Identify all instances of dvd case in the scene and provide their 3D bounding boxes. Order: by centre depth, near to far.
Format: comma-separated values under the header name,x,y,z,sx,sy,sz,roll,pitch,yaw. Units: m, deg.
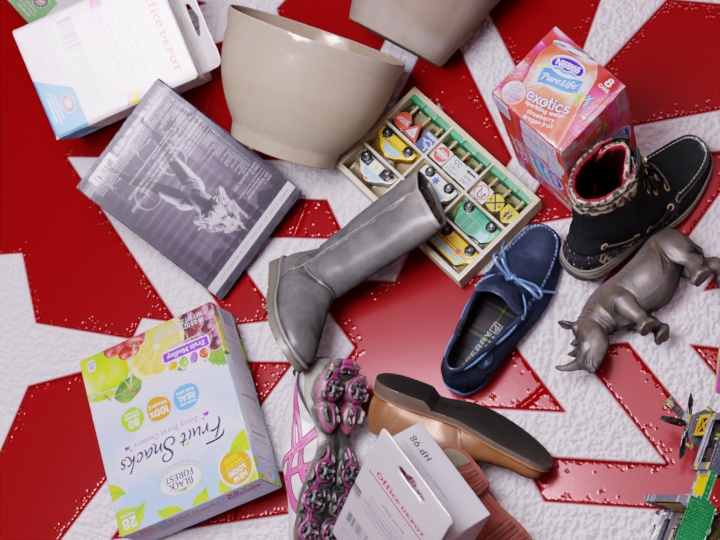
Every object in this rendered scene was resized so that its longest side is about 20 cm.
name,x,y,z,sx,sy,sz,roll,pitch,yaw
dvd case,-0.185,-0.088,1.659,0.199,0.016,0.149,38,92,-6

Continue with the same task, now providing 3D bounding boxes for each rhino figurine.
name,x,y,z,sx,sy,sz,roll,pitch,yaw
rhino figurine,0.274,0.036,1.543,0.200,0.060,0.088,-41,48,-2

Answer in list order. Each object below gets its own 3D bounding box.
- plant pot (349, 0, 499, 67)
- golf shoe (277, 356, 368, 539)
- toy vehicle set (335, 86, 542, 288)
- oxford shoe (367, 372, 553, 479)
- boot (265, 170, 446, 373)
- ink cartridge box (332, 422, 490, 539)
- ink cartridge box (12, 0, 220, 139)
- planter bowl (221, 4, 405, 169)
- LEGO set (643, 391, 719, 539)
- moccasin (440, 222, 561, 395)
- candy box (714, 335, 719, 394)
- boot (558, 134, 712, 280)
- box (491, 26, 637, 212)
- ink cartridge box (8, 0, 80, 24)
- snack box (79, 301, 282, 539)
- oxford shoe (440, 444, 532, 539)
name,x,y,z,sx,sy,sz,roll,pitch,yaw
plant pot,0.077,-0.325,1.662,0.199,0.200,0.175,30,98,21
golf shoe,-0.047,0.190,1.571,0.092,0.072,0.203,-3,75,50
toy vehicle set,0.084,-0.092,1.651,0.124,0.027,0.200,-45,68,-4
oxford shoe,0.099,0.172,1.547,0.198,0.071,0.072,22,106,18
boot,-0.001,-0.001,1.577,0.198,0.073,0.183,-24,41,13
ink cartridge box,0.051,0.231,1.453,0.066,0.201,0.116,-23,63,-32
ink cartridge box,-0.262,-0.244,1.712,0.198,0.125,0.130,-22,94,4
planter bowl,-0.067,-0.190,1.645,0.199,0.200,0.136,23,102,19
LEGO set,0.343,0.225,1.457,0.152,0.116,0.202,18,78,-12
moccasin,0.150,0.037,1.567,0.080,0.068,0.201,23,76,20
candy box,0.380,0.005,1.446,0.060,0.137,0.201,7,42,15
boot,0.281,-0.091,1.530,0.203,0.154,0.073,-40,65,-13
box,0.211,-0.145,1.545,0.095,0.200,0.100,-44,68,-2
ink cartridge box,-0.304,-0.354,1.768,0.198,0.145,0.088,-25,68,3
snack box,-0.189,0.160,1.596,0.167,0.068,0.202,-25,68,14
oxford shoe,0.117,0.270,1.507,0.070,0.074,0.201,-21,77,-36
